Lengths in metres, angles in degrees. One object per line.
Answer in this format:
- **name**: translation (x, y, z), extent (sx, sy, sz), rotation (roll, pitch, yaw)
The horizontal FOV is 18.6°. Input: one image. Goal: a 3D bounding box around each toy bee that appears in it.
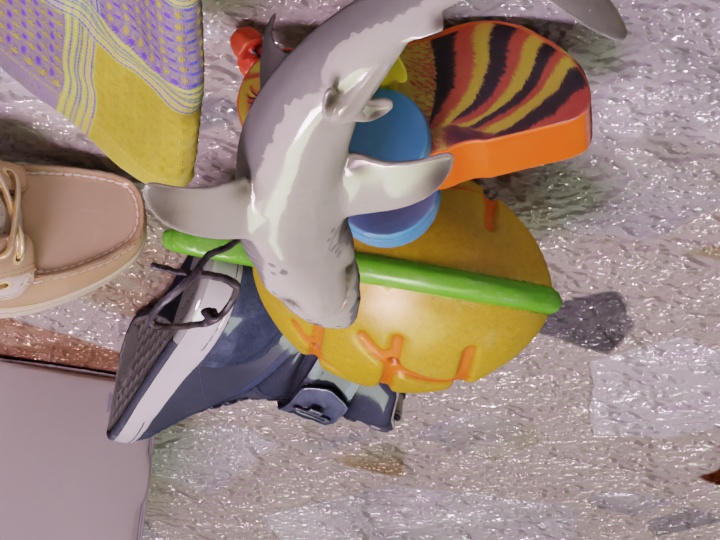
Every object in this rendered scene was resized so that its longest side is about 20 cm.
- **toy bee**: translation (-0.008, -0.068, 0.932), extent (0.199, 0.109, 0.131), rotation (-14, 155, -23)

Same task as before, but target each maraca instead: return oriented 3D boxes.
- **maraca**: translation (0.000, 0.000, 1.052), extent (0.199, 0.108, 0.137), rotation (9, 176, 29)

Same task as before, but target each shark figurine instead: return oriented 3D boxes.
- **shark figurine**: translation (-0.006, -0.078, 0.831), extent (0.128, 0.090, 0.215), rotation (16, 127, -32)

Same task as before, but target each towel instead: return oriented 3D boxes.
- **towel**: translation (-0.114, -0.113, 0.822), extent (0.144, 0.023, 0.200), rotation (41, 158, 11)

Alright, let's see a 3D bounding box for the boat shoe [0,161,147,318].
- **boat shoe**: translation (-0.188, -0.017, 1.031), extent (0.199, 0.074, 0.069), rotation (-9, 169, -25)

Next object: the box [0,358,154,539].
- **box**: translation (-0.201, 0.153, 1.391), extent (0.108, 0.129, 0.200), rotation (10, 154, -11)

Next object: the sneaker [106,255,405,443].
- **sneaker**: translation (-0.054, 0.060, 1.223), extent (0.146, 0.077, 0.202), rotation (16, 152, -19)
